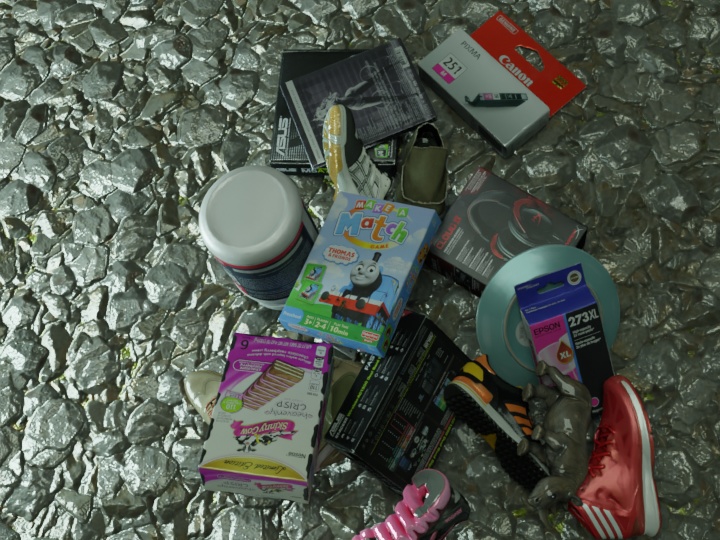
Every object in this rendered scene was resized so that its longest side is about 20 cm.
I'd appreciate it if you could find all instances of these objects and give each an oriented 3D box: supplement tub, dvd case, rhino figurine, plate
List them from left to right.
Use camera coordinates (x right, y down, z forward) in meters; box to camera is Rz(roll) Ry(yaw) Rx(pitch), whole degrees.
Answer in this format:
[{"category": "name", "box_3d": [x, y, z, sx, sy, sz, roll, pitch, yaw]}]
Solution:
[{"category": "supplement tub", "box_3d": [-0.126, -0.039, 1.357, 0.139, 0.200, 0.142, -4, 65, 10]}, {"category": "dvd case", "box_3d": [-0.004, -0.249, 1.478, 0.198, 0.016, 0.150, -22, 69, -3]}, {"category": "plate", "box_3d": [0.249, 0.067, 1.303, 0.198, 0.026, 0.203, -2, 105, -8]}, {"category": "rhino figurine", "box_3d": [0.241, 0.217, 1.217, 0.087, 0.060, 0.202, 20, 60, -15]}]

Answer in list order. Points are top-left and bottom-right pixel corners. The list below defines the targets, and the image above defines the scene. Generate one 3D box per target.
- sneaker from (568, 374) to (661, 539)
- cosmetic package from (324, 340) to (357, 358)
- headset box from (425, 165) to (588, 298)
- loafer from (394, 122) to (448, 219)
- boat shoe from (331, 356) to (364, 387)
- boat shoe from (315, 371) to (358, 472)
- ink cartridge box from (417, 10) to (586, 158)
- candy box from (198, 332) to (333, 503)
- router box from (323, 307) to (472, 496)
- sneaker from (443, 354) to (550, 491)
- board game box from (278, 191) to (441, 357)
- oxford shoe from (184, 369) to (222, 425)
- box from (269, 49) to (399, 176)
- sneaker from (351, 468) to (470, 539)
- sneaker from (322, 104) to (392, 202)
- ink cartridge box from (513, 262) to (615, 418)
[{"category": "sneaker", "box_3d": [0.302, 0.237, 1.243, 0.114, 0.078, 0.202, -8, 78, -7]}, {"category": "cosmetic package", "box_3d": [0.005, 0.013, 1.376, 0.082, 0.051, 0.201, 33, 85, -5]}, {"category": "headset box", "box_3d": [0.192, -0.038, 1.387, 0.199, 0.075, 0.149, 32, 77, 18]}, {"category": "loafer", "box_3d": [0.086, -0.141, 1.399, 0.074, 0.070, 0.201, 4, 39, -3]}, {"category": "boat shoe", "box_3d": [-0.060, 0.144, 1.354, 0.198, 0.065, 0.073, 9, 70, 11]}, {"category": "boat shoe", "box_3d": [-0.046, 0.227, 1.312, 0.200, 0.068, 0.075, -47, 36, 11]}, {"category": "ink cartridge box", "box_3d": [0.214, -0.294, 1.503, 0.173, 0.044, 0.200, -40, 69, -7]}, {"category": "candy box", "box_3d": [-0.113, 0.180, 1.245, 0.135, 0.061, 0.202, 6, 51, 4]}, {"category": "router box", "box_3d": [0.058, 0.170, 1.280, 0.062, 0.150, 0.201, 13, 67, 46]}, {"category": "sneaker", "box_3d": [0.201, 0.195, 1.282, 0.200, 0.070, 0.090, 46, 58, -2]}, {"category": "board game box", "box_3d": [0.000, 0.000, 1.295, 0.150, 0.037, 0.202, 13, 66, 29]}, {"category": "oxford shoe", "box_3d": [-0.178, 0.186, 1.331, 0.199, 0.075, 0.071, 31, 86, 36]}, {"category": "box", "box_3d": [-0.034, -0.241, 1.512, 0.191, 0.048, 0.202, 3, 69, 6]}, {"category": "sneaker", "box_3d": [0.061, 0.344, 1.256, 0.200, 0.095, 0.079, -46, 39, 12]}, {"category": "sneaker", "box_3d": [0.000, -0.141, 1.421, 0.087, 0.076, 0.202, -13, 110, -11]}, {"category": "ink cartridge box", "box_3d": [0.269, 0.100, 1.284, 0.094, 0.037, 0.202, -18, 104, -2]}]
